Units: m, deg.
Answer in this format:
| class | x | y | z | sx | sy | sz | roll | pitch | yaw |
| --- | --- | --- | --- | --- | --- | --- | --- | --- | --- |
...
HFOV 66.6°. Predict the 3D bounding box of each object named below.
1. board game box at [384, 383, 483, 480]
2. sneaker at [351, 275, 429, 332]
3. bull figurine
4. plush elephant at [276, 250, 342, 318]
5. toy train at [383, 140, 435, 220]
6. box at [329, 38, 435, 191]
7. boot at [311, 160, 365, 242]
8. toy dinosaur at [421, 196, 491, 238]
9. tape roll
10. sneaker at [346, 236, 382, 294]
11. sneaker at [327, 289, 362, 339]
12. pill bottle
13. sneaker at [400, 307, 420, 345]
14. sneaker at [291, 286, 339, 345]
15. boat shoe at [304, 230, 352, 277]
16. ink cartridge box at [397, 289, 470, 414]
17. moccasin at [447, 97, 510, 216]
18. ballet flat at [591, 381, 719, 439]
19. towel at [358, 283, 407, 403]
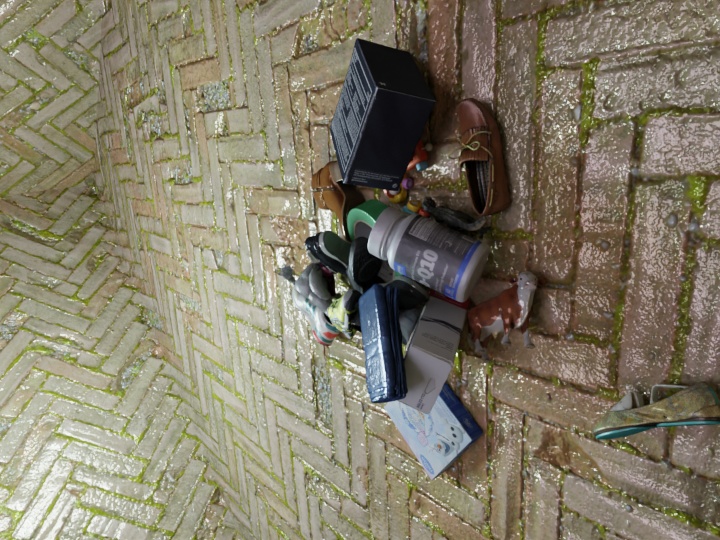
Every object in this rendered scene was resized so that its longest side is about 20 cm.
| class | x | y | z | sx | sy | sz | roll | pitch | yaw |
| --- | --- | --- | --- | --- | --- | --- | --- | --- | --- |
| board game box | 0.155 | 0.332 | 1.223 | 0.200 | 0.043 | 0.200 | 54 | 138 | 26 |
| sneaker | 0.057 | 0.079 | 1.071 | 0.075 | 0.107 | 0.200 | 38 | 159 | -12 |
| bull figurine | 0.255 | 0.083 | 0.968 | 0.200 | 0.065 | 0.122 | 136 | 146 | -58 |
| plush elephant | -0.084 | -0.001 | 1.350 | 0.199 | 0.165 | 0.155 | 36 | 97 | -4 |
| toy train | 0.100 | -0.160 | 1.110 | 0.150 | 0.055 | 0.202 | -21 | 85 | 54 |
| box | 0.034 | -0.294 | 1.044 | 0.201 | 0.122 | 0.199 | -104 | 27 | -43 |
| boot | -0.057 | -0.159 | 1.310 | 0.154 | 0.073 | 0.202 | -8 | 85 | 53 |
| toy dinosaur | 0.183 | -0.087 | 1.000 | 0.048 | 0.088 | 0.200 | -58 | 32 | -1 |
| tape roll | 0.046 | -0.052 | 1.171 | 0.201 | 0.048 | 0.201 | 50 | 159 | 28 |
| sneaker | 0.000 | 0.000 | 1.181 | 0.091 | 0.076 | 0.201 | 48 | 157 | 39 |
| sneaker | -0.038 | 0.092 | 1.187 | 0.076 | 0.076 | 0.200 | 29 | 156 | 10 |
| pill bottle | 0.121 | -0.034 | 0.994 | 0.199 | 0.114 | 0.115 | 26 | 125 | 20 |
| sneaker | 0.088 | 0.104 | 1.184 | 0.074 | 0.087 | 0.200 | 37 | 177 | -10 |
| sneaker | -0.111 | 0.101 | 1.490 | 0.093 | 0.070 | 0.200 | -48 | 61 | 29 |
| boat shoe | -0.048 | -0.031 | 1.252 | 0.060 | 0.200 | 0.076 | -8 | 56 | 33 |
| ink cartridge box | 0.135 | 0.146 | 1.044 | 0.083 | 0.200 | 0.145 | 21 | 126 | 6 |
| moccasin | 0.200 | -0.194 | 0.945 | 0.073 | 0.077 | 0.203 | 1 | 103 | 53 |
| ballet flat | 0.427 | 0.205 | 0.806 | 0.200 | 0.070 | 0.071 | -37 | 73 | 53 |
| towel | 0.040 | 0.132 | 0.983 | 0.112 | 0.048 | 0.202 | 141 | 126 | -62 |
